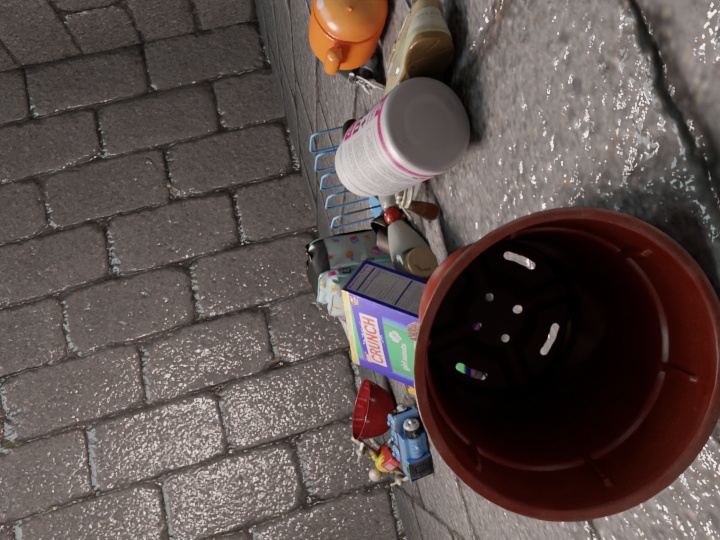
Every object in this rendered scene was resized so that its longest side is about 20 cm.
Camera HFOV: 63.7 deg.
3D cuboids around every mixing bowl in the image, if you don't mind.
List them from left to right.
[{"bbox_3d":[0.050,0.466,1.913,0.200,0.108,0.201,-168,90,-80],"label":"mixing bowl"}]

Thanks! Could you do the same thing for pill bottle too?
[{"bbox_3d":[0.043,-0.159,0.746,0.200,0.113,0.114,-11,94,68],"label":"pill bottle"}]

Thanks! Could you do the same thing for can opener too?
[{"bbox_3d":[0.003,-0.367,1.067,0.067,0.052,0.200,-66,22,15],"label":"can opener"}]

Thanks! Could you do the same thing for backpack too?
[{"bbox_3d":[0.000,0.000,1.201,0.176,0.199,0.154,100,148,-63],"label":"backpack"}]

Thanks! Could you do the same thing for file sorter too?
[{"bbox_3d":[-0.030,-0.207,1.282,0.139,0.122,0.201,135,120,-80],"label":"file sorter"}]

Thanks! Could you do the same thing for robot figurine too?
[{"bbox_3d":[-0.021,-0.391,0.898,0.117,0.144,0.200,55,170,-1],"label":"robot figurine"}]

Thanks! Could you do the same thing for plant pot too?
[{"bbox_3d":[0.131,0.052,0.457,0.195,0.200,0.202,-99,-5,-85],"label":"plant pot"}]

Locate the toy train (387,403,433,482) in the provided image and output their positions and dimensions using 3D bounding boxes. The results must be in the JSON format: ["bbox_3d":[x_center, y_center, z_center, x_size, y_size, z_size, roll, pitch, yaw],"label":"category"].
[{"bbox_3d":[0.133,0.452,1.532,0.114,0.086,0.201,-139,36,-60],"label":"toy train"}]

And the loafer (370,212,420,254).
[{"bbox_3d":[0.067,-0.047,1.080,0.200,0.071,0.073,-118,15,-59],"label":"loafer"}]

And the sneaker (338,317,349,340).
[{"bbox_3d":[-0.047,0.220,2.362,0.100,0.075,0.201,105,150,-72],"label":"sneaker"}]

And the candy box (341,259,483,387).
[{"bbox_3d":[0.079,0.094,0.857,0.199,0.077,0.169,20,139,28],"label":"candy box"}]

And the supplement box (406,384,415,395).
[{"bbox_3d":[0.108,0.118,1.046,0.110,0.085,0.201,122,133,-80],"label":"supplement box"}]

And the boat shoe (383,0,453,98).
[{"bbox_3d":[0.068,-0.257,0.717,0.200,0.072,0.065,115,152,-78],"label":"boat shoe"}]

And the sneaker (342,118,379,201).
[{"bbox_3d":[0.018,-0.223,1.159,0.104,0.060,0.200,136,113,-82],"label":"sneaker"}]

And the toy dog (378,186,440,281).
[{"bbox_3d":[0.088,-0.054,0.900,0.132,0.096,0.201,176,91,-67],"label":"toy dog"}]

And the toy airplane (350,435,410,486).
[{"bbox_3d":[0.071,0.640,1.948,0.200,0.141,0.199,20,155,36],"label":"toy airplane"}]
